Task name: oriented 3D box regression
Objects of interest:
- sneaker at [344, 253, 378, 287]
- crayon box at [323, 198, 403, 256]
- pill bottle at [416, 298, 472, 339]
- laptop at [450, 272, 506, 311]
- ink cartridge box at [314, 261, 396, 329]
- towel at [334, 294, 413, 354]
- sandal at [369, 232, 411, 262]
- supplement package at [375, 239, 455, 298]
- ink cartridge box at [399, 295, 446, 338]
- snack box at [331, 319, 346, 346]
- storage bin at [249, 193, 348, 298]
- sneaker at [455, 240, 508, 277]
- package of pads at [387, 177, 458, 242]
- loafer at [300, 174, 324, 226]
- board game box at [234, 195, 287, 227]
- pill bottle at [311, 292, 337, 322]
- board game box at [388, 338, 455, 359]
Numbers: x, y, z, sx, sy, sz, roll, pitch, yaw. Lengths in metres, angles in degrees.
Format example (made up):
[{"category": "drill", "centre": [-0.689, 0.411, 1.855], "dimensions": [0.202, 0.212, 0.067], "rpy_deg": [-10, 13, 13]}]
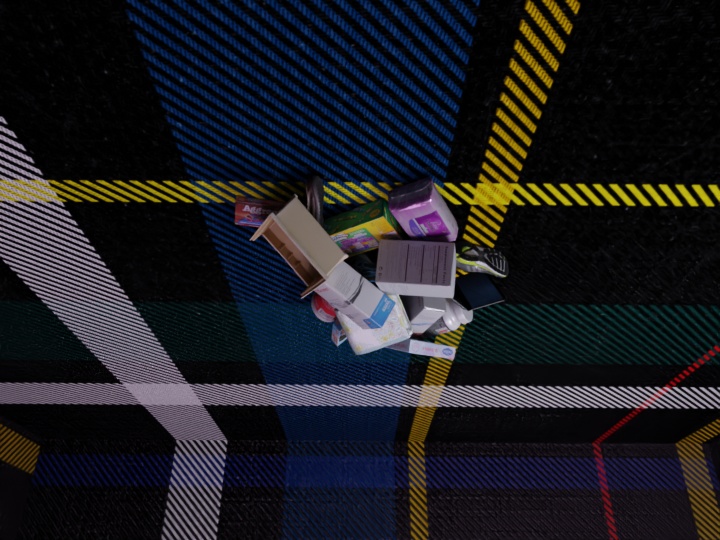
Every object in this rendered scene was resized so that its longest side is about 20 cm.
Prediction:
[{"category": "sneaker", "centre": [0.000, 0.000, 1.682], "dimensions": [0.196, 0.083, 0.074], "rpy_deg": [23, 151, 13]}, {"category": "crayon box", "centre": [0.003, -0.106, 1.571], "dimensions": [0.196, 0.060, 0.119], "rpy_deg": [-17, 145, 27]}, {"category": "pill bottle", "centre": [0.256, 0.146, 1.932], "dimensions": [0.197, 0.119, 0.115], "rpy_deg": [-20, 144, 31]}, {"category": "laptop", "centre": [0.288, 0.021, 1.690], "dimensions": [0.199, 0.178, 0.104], "rpy_deg": [37, 106, -26]}, {"category": "ink cartridge box", "centre": [-0.023, 0.067, 1.606], "dimensions": [0.199, 0.085, 0.145], "rpy_deg": [38, 163, -13]}, {"category": "towel", "centre": [0.042, 0.149, 1.756], "dimensions": [0.195, 0.048, 0.174], "rpy_deg": [-20, 115, 9]}, {"category": "sandal", "centre": [0.088, -0.042, 1.687], "dimensions": [0.074, 0.049, 0.200], "rpy_deg": [19, 145, -28]}, {"category": "supplement package", "centre": [0.147, -0.004, 1.546], "dimensions": [0.194, 0.121, 0.117], "rpy_deg": [4, 164, 13]}, {"category": "ink cartridge box", "centre": [0.177, 0.099, 1.824], "dimensions": [0.084, 0.151, 0.200], "rpy_deg": [10, 149, -22]}, {"category": "snack box", "centre": [-0.009, 0.145, 1.891], "dimensions": [0.199, 0.037, 0.117], "rpy_deg": [-39, 160, -23]}, {"category": "storage bin", "centre": [-0.158, -0.054, 1.472], "dimensions": [0.201, 0.094, 0.198], "rpy_deg": [48, 149, -6]}, {"category": "sneaker", "centre": [0.336, -0.025, 1.705], "dimensions": [0.196, 0.076, 0.081], "rpy_deg": [20, 152, -16]}, {"category": "package of pads", "centre": [0.159, -0.141, 1.494], "dimensions": [0.118, 0.077, 0.200], "rpy_deg": [-12, 147, 25]}, {"category": "loafer", "centre": [-0.129, -0.146, 1.472], "dimensions": [0.069, 0.074, 0.203], "rpy_deg": [7, 134, 2]}, {"category": "board game box", "centre": [-0.228, -0.144, 1.551], "dimensions": [0.194, 0.020, 0.104], "rpy_deg": [6, 147, -10]}, {"category": "pill bottle", "centre": [-0.063, 0.069, 1.811], "dimensions": [0.110, 0.115, 0.200], "rpy_deg": [16, 146, -25]}, {"category": "board game box", "centre": [0.169, 0.242, 1.919], "dimensions": [0.196, 0.042, 0.198], "rpy_deg": [14, 174, -34]}]
